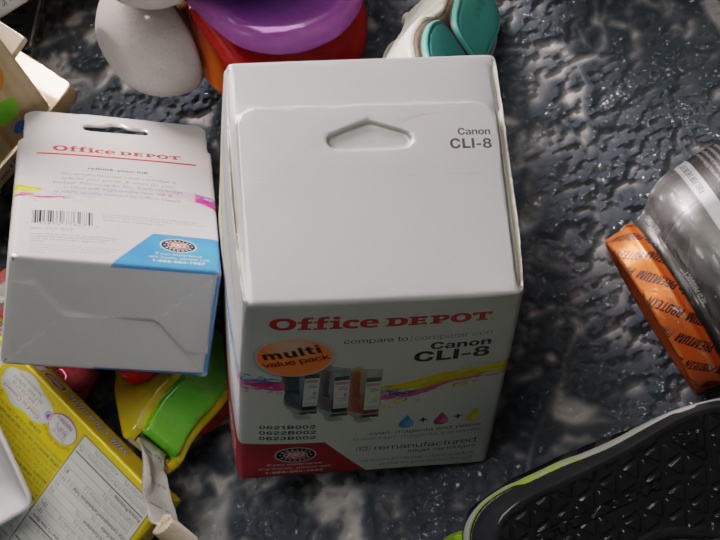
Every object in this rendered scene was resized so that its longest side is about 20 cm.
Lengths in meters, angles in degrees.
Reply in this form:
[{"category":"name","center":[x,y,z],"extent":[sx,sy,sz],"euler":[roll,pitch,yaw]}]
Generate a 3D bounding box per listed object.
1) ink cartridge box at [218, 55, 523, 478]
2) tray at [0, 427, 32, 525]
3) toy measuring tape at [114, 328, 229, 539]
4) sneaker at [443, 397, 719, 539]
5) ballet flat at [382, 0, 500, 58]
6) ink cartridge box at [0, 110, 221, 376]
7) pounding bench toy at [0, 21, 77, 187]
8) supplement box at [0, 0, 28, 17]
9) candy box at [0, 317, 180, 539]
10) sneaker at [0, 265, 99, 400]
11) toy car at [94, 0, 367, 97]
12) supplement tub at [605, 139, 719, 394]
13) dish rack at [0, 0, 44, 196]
[{"category":"ink cartridge box","center":[0.000,0.000,1.305],"extent":[0.144,0.200,0.146],"euler":[-3,60,-5]},{"category":"tray","center":[-0.269,0.122,1.413],"extent":[0.199,0.022,0.108],"euler":[-30,83,32]},{"category":"toy measuring tape","center":[-0.097,0.078,1.373],"extent":[0.073,0.074,0.200],"euler":[-29,30,4]},{"category":"sneaker","center":[0.138,0.111,1.293],"extent":[0.198,0.083,0.072],"euler":[-14,95,-11]},{"category":"ballet flat","center":[0.039,-0.114,1.409],"extent":[0.069,0.070,0.200],"euler":[-12,21,14]},{"category":"ink cartridge box","center":[-0.141,-0.019,1.398],"extent":[0.114,0.068,0.200],"euler":[5,26,-8]},{"category":"pounding bench toy","center":[-0.297,-0.096,1.444],"extent":[0.124,0.156,0.200],"euler":[32,76,31]},{"category":"supplement box","center":[-0.186,-0.263,1.563],"extent":[0.199,0.104,0.101],"euler":[-34,38,-4]},{"category":"candy box","center":[-0.200,0.101,1.403],"extent":[0.200,0.026,0.102],"euler":[44,110,18]},{"category":"sneaker","center":[-0.242,0.049,1.463],"extent":[0.198,0.074,0.087],"euler":[-8,63,16]},{"category":"toy car","center":[-0.060,-0.173,1.441],"extent":[0.174,0.201,0.150],"euler":[-33,62,-18]},{"category":"supplement tub","center":[0.236,-0.027,1.299],"extent":[0.199,0.123,0.123],"euler":[-31,58,2]},{"category":"dish rack","center":[-0.282,-0.107,1.569],"extent":[0.152,0.055,0.202],"euler":[1,64,19]}]
